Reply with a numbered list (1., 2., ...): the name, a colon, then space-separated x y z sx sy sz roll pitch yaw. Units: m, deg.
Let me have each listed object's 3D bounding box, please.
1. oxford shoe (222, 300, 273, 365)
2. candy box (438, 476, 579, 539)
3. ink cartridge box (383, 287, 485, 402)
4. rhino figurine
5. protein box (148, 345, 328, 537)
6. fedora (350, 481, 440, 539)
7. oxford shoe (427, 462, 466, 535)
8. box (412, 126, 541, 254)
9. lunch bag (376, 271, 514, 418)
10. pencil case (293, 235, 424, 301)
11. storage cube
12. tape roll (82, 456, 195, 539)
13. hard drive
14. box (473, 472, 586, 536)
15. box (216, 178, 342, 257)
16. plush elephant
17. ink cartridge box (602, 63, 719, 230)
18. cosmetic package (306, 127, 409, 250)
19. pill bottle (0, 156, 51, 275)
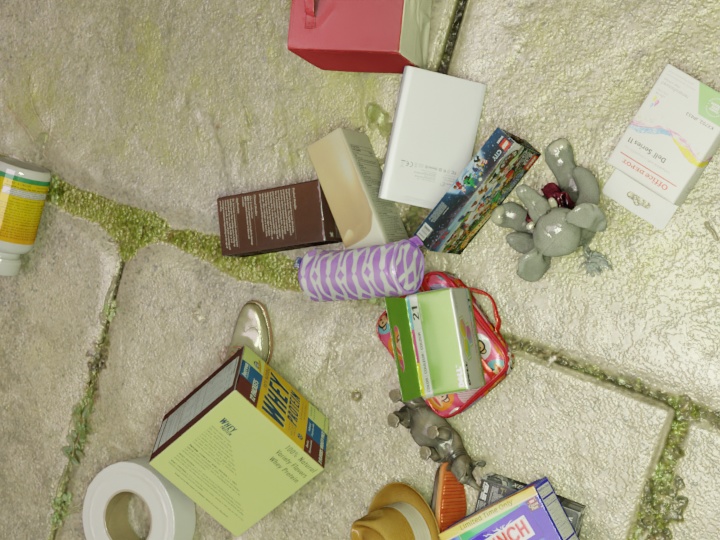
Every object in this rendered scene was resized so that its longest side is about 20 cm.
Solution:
1. oxford shoe: -0.195 0.151 1.802 0.070 0.074 0.203 7 92 24
2. candy box: 0.235 0.426 1.545 0.168 0.077 0.202 -32 77 21
3. ink cartridge box: 0.107 0.102 1.511 0.075 0.200 0.150 -11 85 19
4. rhino figurine: 0.121 0.261 1.636 0.200 0.087 0.060 45 105 29
5. protein box: -0.189 0.272 1.720 0.199 0.135 0.198 -40 109 19
6. fedora: 0.043 0.422 1.643 0.200 0.081 0.204 -9 79 56
7. oxford shoe: 0.114 0.394 1.662 0.072 0.071 0.203 -2 78 43
8. box: 0.175 -0.114 1.599 0.038 0.136 0.201 44 107 20
9. lunch bag: 0.140 0.104 1.649 0.176 0.082 0.201 -42 75 15
10. pencil case: 0.000 0.000 1.599 0.198 0.084 0.086 -3 54 37
11. storage cube: 0.006 -0.403 1.653 0.177 0.200 0.174 6 91 18
12. tape roll: -0.388 0.433 1.892 0.200 0.071 0.206 0 89 24
13. hard drive: 0.110 -0.198 1.654 0.130 0.025 0.203 11 95 -13
14. box: 0.237 0.425 1.613 0.156 0.050 0.203 14 96 24
15. box: -0.134 -0.084 1.778 0.197 0.075 0.102 -7 86 26
16. plush elephant: 0.274 -0.072 1.542 0.164 0.154 0.201 -42 73 18
17. ink cartridge box: 0.430 -0.170 1.519 0.117 0.067 0.202 35 103 21
18. cosmetic package: -0.002 -0.116 1.700 0.070 0.105 0.202 -26 77 24
19. pill bottle: -0.650 -0.099 1.994 0.112 0.112 0.203 21 99 23
